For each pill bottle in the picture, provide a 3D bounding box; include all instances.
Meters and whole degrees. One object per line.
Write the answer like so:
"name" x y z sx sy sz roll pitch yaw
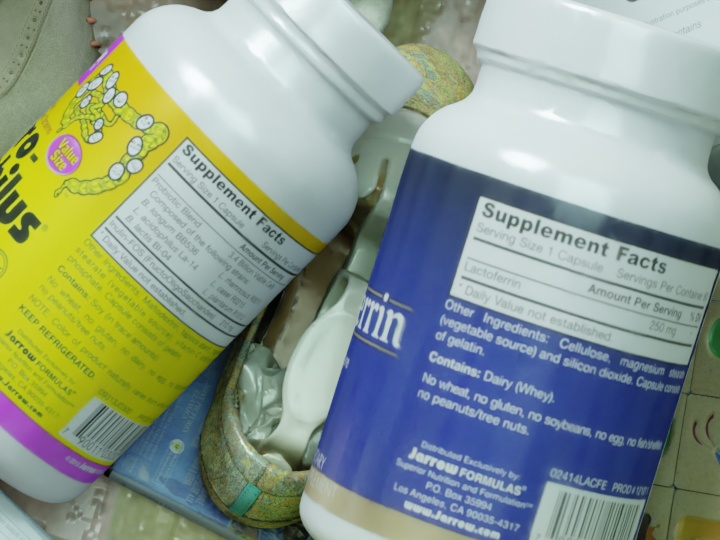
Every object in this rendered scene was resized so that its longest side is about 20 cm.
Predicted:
"pill bottle" 0.060 0.010 0.972 0.115 0.116 0.201 17 93 -6
"pill bottle" -0.072 -0.021 1.003 0.104 0.104 0.200 45 94 3

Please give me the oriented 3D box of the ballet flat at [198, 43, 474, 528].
"ballet flat" 0.000 0.000 1.044 0.070 0.071 0.201 26 73 -3

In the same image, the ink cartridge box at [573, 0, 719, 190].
"ink cartridge box" 0.143 -0.132 1.082 0.145 0.083 0.201 4 70 -49

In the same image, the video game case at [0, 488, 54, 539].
"video game case" -0.187 0.147 1.000 0.200 0.045 0.181 43 72 2

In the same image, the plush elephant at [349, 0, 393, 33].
"plush elephant" -0.029 -0.168 1.063 0.165 0.200 0.155 42 95 15

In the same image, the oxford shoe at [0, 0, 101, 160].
"oxford shoe" -0.121 -0.099 1.041 0.073 0.071 0.201 24 107 -11

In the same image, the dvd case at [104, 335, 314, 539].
"dvd case" 0.022 0.059 1.077 0.199 0.018 0.143 27 72 -2

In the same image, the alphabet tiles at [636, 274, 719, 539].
"alphabet tiles" 0.114 0.060 1.001 0.199 0.006 0.168 8 87 35
